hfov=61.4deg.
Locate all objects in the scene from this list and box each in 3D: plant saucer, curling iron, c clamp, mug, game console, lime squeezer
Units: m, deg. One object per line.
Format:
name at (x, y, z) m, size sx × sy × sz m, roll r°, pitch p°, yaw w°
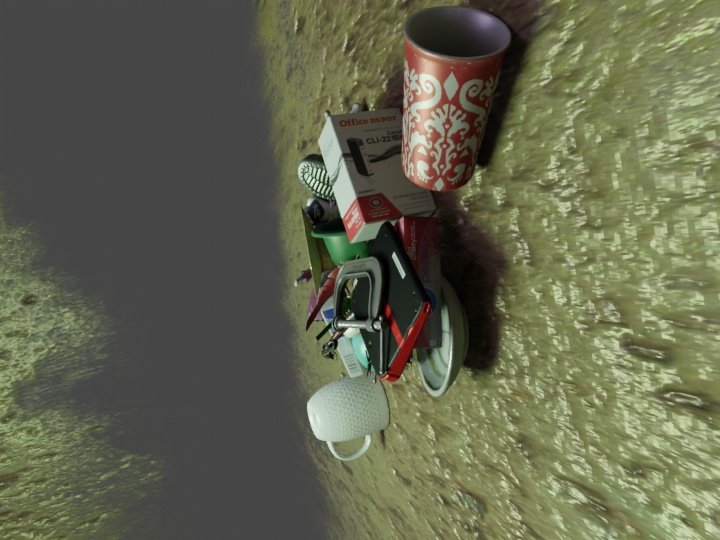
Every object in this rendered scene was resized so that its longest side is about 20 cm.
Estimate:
plant saucer at (0.138, 0.103, 0.999) m, size 0.200 × 0.049 × 0.207 m, roll 180°, pitch 90°, yaw -79°
curling iron at (-0.014, 0.095, 1.102) m, size 0.201 × 0.025 × 0.050 m, roll -53°, pitch 33°, yaw 30°
c clamp at (-0.006, 0.063, 0.988) m, size 0.199 × 0.026 × 0.176 m, roll 5°, pitch 88°, yaw 64°
mug at (0.125, -0.232, 0.813) m, size 0.131 × 0.178 × 0.203 m, roll 23°, pitch 140°, yaw 20°
game console at (0.044, 0.050, 0.952) m, size 0.180 × 0.030 × 0.202 m, roll -65°, pitch 31°, yaw 32°
mug at (-0.032, 0.364, 1.481) m, size 0.147 × 0.171 × 0.206 m, roll -165°, pitch 64°, yaw -68°
lime squeezer at (-0.012, 0.052, 1.141) m, size 0.038 × 0.200 × 0.071 m, roll 47°, pitch -174°, yaw 17°

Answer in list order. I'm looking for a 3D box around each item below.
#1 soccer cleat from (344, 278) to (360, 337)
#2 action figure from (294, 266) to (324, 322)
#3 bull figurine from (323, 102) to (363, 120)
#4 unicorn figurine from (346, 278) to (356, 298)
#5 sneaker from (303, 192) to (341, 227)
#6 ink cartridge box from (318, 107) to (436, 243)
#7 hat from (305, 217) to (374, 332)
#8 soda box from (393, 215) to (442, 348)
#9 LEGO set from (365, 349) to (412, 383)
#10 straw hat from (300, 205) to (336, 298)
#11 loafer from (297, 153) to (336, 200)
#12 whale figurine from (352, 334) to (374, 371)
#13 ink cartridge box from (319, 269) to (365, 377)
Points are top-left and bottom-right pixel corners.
soccer cleat at (0.009, 0.045, 1.200) m, size 0.202 × 0.076 × 0.070 m, roll -56°, pitch 37°, yaw 20°
action figure at (-0.090, 0.035, 1.608) m, size 0.148 × 0.130 × 0.206 m, roll 0°, pitch -91°, yaw -68°
bull figurine at (-0.034, -0.264, 1.269) m, size 0.123 × 0.063 × 0.204 m, roll -118°, pitch 27°, yaw -45°
unicorn figurine at (0.000, 0.000, 1.277) m, size 0.200 × 0.072 × 0.140 m, roll 103°, pitch -168°, yaw -74°
sneaker at (-0.055, -0.121, 1.301) m, size 0.199 × 0.126 × 0.082 m, roll -142°, pitch 56°, yaw -64°
ink cartridge box at (0.026, -0.167, 1.041) m, size 0.205 × 0.141 × 0.084 m, roll 71°, pitch 156°, yaw 15°
hat at (-0.005, -0.005, 1.152) m, size 0.166 × 0.195 × 0.181 m, roll -42°, pitch -56°, yaw -64°
soda box at (0.090, 0.020, 0.964) m, size 0.070 × 0.061 × 0.206 m, roll 151°, pitch 118°, yaw -78°
LEGO set at (0.041, 0.089, 1.097) m, size 0.202 × 0.112 × 0.157 m, roll -80°, pitch -9°, yaw -53°
straw hat at (-0.068, -0.044, 1.255) m, size 0.201 × 0.083 × 0.207 m, roll 169°, pitch 90°, yaw -86°
loafer at (-0.024, -0.174, 1.125) m, size 0.076 × 0.195 × 0.071 m, roll 122°, pitch 155°, yaw -43°
whale figurine at (0.024, 0.159, 1.308) m, size 0.200 × 0.101 × 0.163 m, roll 142°, pitch 112°, yaw -71°
ink cartridge box at (-0.043, 0.101, 1.376) m, size 0.202 × 0.040 × 0.203 m, roll -95°, pitch -15°, yaw -57°
